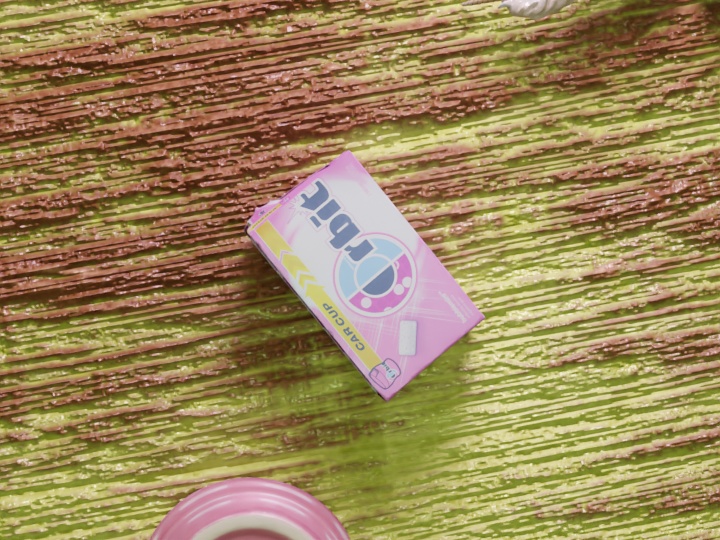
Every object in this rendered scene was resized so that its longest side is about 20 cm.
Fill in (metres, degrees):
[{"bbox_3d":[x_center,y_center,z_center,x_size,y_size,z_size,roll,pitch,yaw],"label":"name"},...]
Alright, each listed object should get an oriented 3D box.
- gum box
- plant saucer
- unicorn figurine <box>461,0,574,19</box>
[{"bbox_3d":[0.000,0.000,1.594,0.113,0.066,0.200,-40,95,-4],"label":"gum box"},{"bbox_3d":[-0.097,0.284,1.606,0.199,0.051,0.202,0,92,-5],"label":"plant saucer"},{"bbox_3d":[0.203,-0.281,1.596,0.199,0.074,0.138,7,102,-11],"label":"unicorn figurine"}]
